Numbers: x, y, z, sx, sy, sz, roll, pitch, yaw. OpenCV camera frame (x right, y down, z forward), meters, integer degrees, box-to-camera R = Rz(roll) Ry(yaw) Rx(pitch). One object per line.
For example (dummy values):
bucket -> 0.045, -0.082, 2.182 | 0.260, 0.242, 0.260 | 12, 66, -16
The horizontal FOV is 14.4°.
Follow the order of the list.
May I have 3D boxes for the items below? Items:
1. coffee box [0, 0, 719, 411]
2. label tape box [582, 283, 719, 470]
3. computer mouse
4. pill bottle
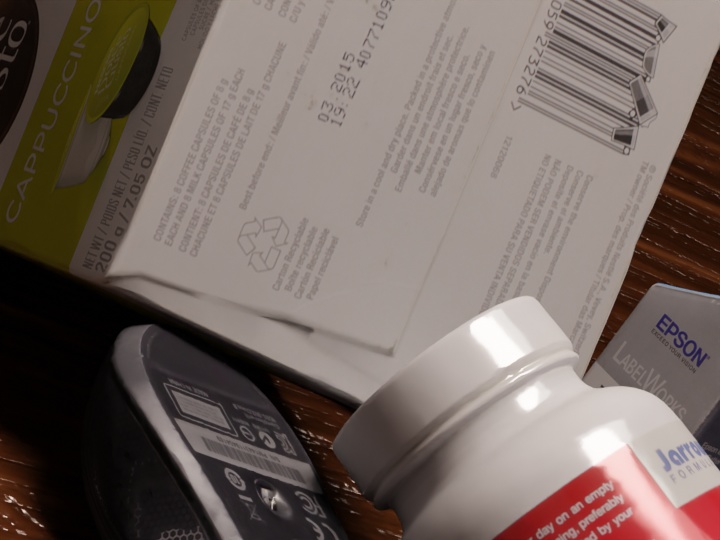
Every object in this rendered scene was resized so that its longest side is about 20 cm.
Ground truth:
coffee box -> -0.023, -0.067, 1.048 | 0.200, 0.200, 0.198 | 25, -3, -33
label tape box -> 0.153, 0.064, 1.132 | 0.143, 0.200, 0.066 | 20, 19, -46
computer mouse -> -0.040, 0.100, 0.889 | 0.138, 0.053, 0.200 | 26, 26, -45
pill bottle -> 0.082, 0.112, 0.921 | 0.200, 0.112, 0.112 | 53, 18, 12
